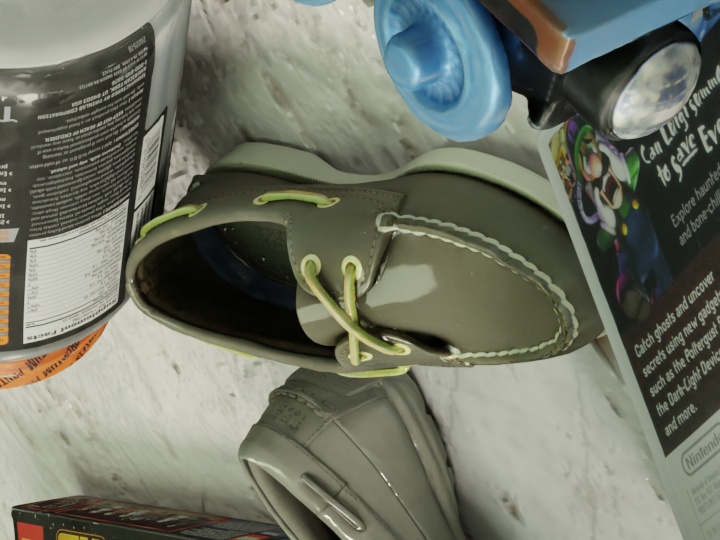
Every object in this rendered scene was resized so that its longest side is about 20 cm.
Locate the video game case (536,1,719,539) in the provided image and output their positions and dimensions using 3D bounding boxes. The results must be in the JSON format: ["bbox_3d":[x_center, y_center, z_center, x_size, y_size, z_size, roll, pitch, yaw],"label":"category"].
[{"bbox_3d":[0.112,-0.001,0.552,0.200,0.023,0.182,124,132,-60],"label":"video game case"}]

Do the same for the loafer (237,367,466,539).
[{"bbox_3d":[0.014,0.123,0.850,0.070,0.070,0.200,2,124,53],"label":"loafer"}]

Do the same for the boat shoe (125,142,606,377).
[{"bbox_3d":[0.001,0.003,0.745,0.202,0.060,0.072,9,130,51],"label":"boat shoe"}]

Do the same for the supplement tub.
[{"bbox_3d":[-0.123,-0.051,0.797,0.123,0.123,0.200,42,149,17],"label":"supplement tub"}]

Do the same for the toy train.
[{"bbox_3d":[0.012,-0.118,0.554,0.200,0.087,0.114,48,148,27],"label":"toy train"}]

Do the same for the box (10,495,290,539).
[{"bbox_3d":[-0.081,0.172,1.015,0.200,0.040,0.137,1,97,55],"label":"box"}]
